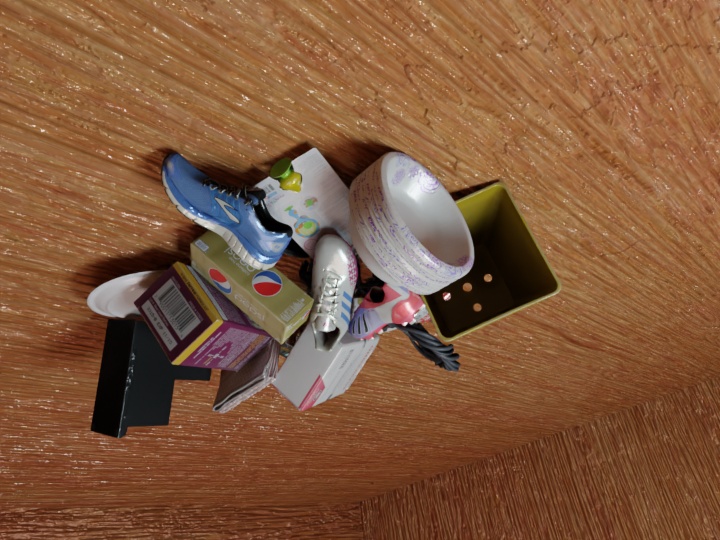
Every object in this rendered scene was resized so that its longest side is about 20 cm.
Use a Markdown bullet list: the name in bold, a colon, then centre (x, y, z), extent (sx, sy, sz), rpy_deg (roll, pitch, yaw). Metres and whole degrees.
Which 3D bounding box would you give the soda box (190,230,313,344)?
- **soda box**: centre (-0.170, 0.019, 0.868), extent (0.064, 0.200, 0.068), rpy_deg (-44, 167, -33)

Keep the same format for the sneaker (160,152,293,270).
- **sneaker**: centre (-0.173, -0.093, 0.755), extent (0.200, 0.079, 0.089), rpy_deg (39, 115, -18)

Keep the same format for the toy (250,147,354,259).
- **toy**: centre (-0.065, -0.097, 0.841), extent (0.115, 0.047, 0.200), rpy_deg (-30, 138, 13)

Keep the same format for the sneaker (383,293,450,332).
- **sneaker**: centre (0.127, 0.090, 1.142), extent (0.201, 0.067, 0.108), rpy_deg (-34, 128, 5)

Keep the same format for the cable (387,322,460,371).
- **cable**: centre (0.117, 0.120, 1.009), extent (0.051, 0.163, 0.200), rpy_deg (-52, 139, -8)

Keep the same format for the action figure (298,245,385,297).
- **action figure**: centre (0.000, 0.000, 0.952), extent (0.199, 0.103, 0.119), rpy_deg (1, 176, 12)

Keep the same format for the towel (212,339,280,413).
- **towel**: centre (-0.216, 0.159, 1.085), extent (0.032, 0.192, 0.200), rpy_deg (29, 133, -29)

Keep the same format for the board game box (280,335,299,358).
- **board game box**: centre (-0.110, 0.136, 1.237), extent (0.199, 0.028, 0.135), rpy_deg (-20, 149, 13)

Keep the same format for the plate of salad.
- **plate of salad**: centre (-0.365, 0.036, 0.971), extent (0.199, 0.048, 0.200), rpy_deg (-14, 160, -5)

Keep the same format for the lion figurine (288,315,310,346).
- **lion figurine**: centre (-0.146, 0.110, 1.130), extent (0.199, 0.123, 0.073), rpy_deg (-10, 141, 29)

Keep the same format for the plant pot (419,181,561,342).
- **plant pot**: centre (0.187, 0.006, 0.948), extent (0.199, 0.201, 0.176), rpy_deg (-24, 162, 1)

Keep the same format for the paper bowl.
- **paper bowl**: centre (0.062, -0.059, 0.797), extent (0.200, 0.201, 0.104), rpy_deg (21, 138, -41)

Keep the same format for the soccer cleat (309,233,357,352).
- **soccer cleat**: centre (-0.044, 0.042, 0.872), extent (0.070, 0.086, 0.201), rpy_deg (9, 127, 10)

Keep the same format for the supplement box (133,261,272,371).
- **supplement box**: centre (-0.254, 0.083, 0.937), extent (0.103, 0.131, 0.200), rpy_deg (-43, 158, 4)

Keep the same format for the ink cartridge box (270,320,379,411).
- **ink cartridge box**: centre (-0.060, 0.168, 1.060), extent (0.146, 0.085, 0.200), rpy_deg (-57, 160, 9)

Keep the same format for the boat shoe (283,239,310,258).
- **boat shoe**: centre (-0.150, -0.069, 0.855), extent (0.200, 0.057, 0.067), rpy_deg (18, 139, -39)

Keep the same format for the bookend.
- **bookend**: centre (-0.375, 0.201, 1.053), extent (0.092, 0.200, 0.200), rpy_deg (-2, 169, 36)

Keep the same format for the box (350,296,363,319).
- **box**: centre (-0.017, 0.070, 1.064), extent (0.039, 0.042, 0.200), rpy_deg (-2, 177, 17)

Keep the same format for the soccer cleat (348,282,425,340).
- **soccer cleat**: centre (0.026, 0.061, 0.899), extent (0.076, 0.067, 0.200), rpy_deg (45, 151, -10)
